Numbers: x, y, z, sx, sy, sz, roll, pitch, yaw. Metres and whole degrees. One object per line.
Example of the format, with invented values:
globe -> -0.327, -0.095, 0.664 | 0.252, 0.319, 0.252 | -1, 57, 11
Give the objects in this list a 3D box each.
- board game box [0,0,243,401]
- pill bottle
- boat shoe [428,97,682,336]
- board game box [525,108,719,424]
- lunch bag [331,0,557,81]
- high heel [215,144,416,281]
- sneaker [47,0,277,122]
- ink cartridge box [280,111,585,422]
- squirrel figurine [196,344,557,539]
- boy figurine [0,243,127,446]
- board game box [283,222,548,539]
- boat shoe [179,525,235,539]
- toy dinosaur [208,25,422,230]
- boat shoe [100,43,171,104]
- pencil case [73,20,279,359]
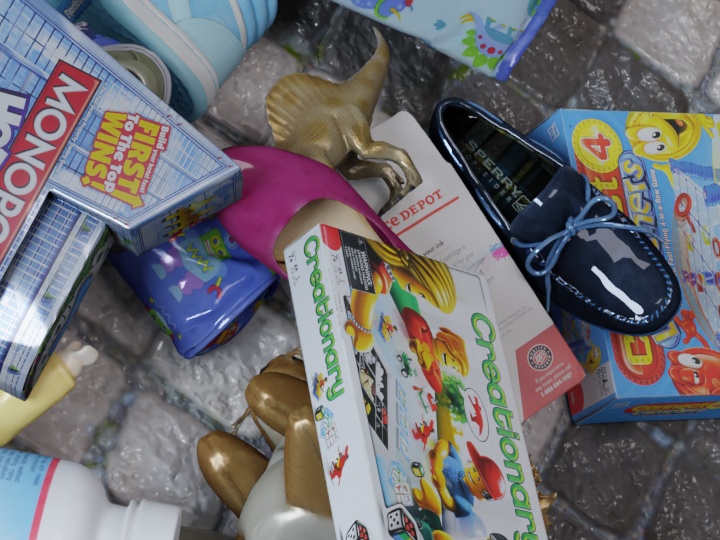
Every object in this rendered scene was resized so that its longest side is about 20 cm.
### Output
board game box -> -0.172, -0.046, 1.180 | 0.199, 0.062, 0.201 | 26, 78, 4
pill bottle -> -0.195, 0.142, 1.146 | 0.199, 0.109, 0.109 | 10, 64, -1
boat shoe -> 0.111, -0.031, 1.410 | 0.200, 0.069, 0.084 | 36, 82, 19
board game box -> 0.217, -0.004, 1.503 | 0.195, 0.056, 0.201 | -1, 71, -28
lunch bag -> 0.033, -0.234, 1.458 | 0.169, 0.128, 0.200 | 22, 32, -21
high heel -> 0.000, 0.000, 1.251 | 0.200, 0.096, 0.068 | 31, 100, -35
sneaker -> -0.133, -0.200, 1.387 | 0.200, 0.079, 0.131 | 51, 58, -13
ink cartridge box -> 0.032, 0.016, 1.392 | 0.116, 0.067, 0.201 | -31, 87, -34
squirrel figurine -> 0.004, 0.128, 1.270 | 0.199, 0.142, 0.187 | 28, 20, -9
boy figurine -> -0.193, 0.052, 1.237 | 0.064, 0.124, 0.201 | 40, 65, -44
board game box -> 0.031, 0.081, 1.166 | 0.126, 0.035, 0.201 | 17, 51, -41
boat shoe -> -0.103, 0.184, 1.272 | 0.199, 0.073, 0.063 | 19, 106, -27
toy dinosaur -> -0.009, -0.079, 1.331 | 0.101, 0.058, 0.200 | 49, 51, -2
boat shoe -> -0.204, -0.087, 1.258 | 0.199, 0.062, 0.072 | -17, 92, 4
pencil case -> -0.125, -0.047, 1.327 | 0.087, 0.078, 0.200 | -36, 90, -17
